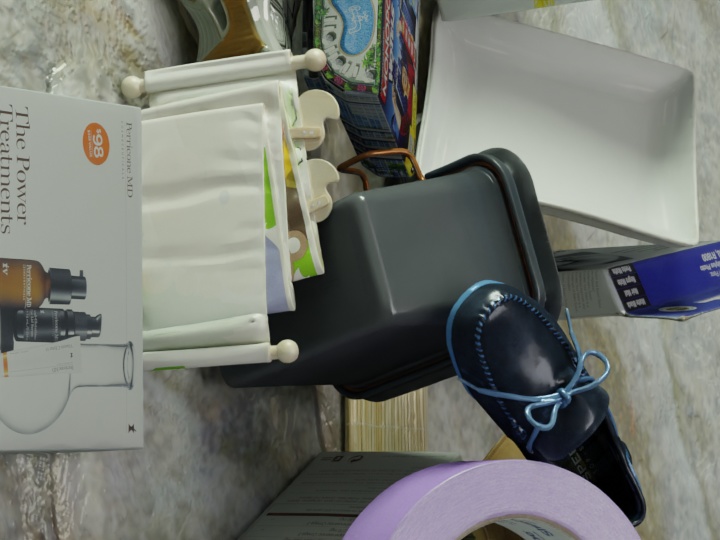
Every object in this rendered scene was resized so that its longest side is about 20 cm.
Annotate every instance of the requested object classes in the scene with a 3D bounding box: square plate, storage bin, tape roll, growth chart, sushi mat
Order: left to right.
[{"bbox_3d":[-0.084,-0.035,1.480,0.018,0.144,0.201,53,39,-74],"label":"growth chart"},{"bbox_3d":[0.000,0.000,1.550,0.134,0.200,0.146,-5,77,-46],"label":"storage bin"},{"bbox_3d":[0.019,0.067,1.724,0.096,0.012,0.201,6,82,-56],"label":"sushi mat"},{"bbox_3d":[0.078,0.212,1.471,0.199,0.066,0.201,2,84,-26],"label":"tape roll"},{"bbox_3d":[0.138,-0.097,1.750,0.198,0.199,0.029,-82,-171,-49],"label":"square plate"}]

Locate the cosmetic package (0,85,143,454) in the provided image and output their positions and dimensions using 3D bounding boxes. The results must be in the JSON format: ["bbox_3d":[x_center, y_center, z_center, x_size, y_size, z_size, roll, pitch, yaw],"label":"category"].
[{"bbox_3d":[-0.185,0.002,1.400,0.151,0.052,0.201,4,84,-58],"label":"cosmetic package"}]

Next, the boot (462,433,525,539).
[{"bbox_3d":[0.116,0.183,1.608,0.200,0.066,0.176,-31,112,-55],"label":"boot"}]

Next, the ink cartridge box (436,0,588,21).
[{"bbox_3d":[0.148,-0.277,1.765,0.145,0.199,0.145,-51,128,-52],"label":"ink cartridge box"}]

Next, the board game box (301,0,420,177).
[{"bbox_3d":[-0.005,-0.185,1.586,0.200,0.061,0.201,61,29,-69],"label":"board game box"}]

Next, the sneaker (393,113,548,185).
[{"bbox_3d":[0.095,-0.085,1.782,0.200,0.084,0.075,-24,106,-54],"label":"sneaker"}]

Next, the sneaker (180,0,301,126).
[{"bbox_3d":[-0.062,-0.144,1.569,0.088,0.075,0.201,-29,114,-57],"label":"sneaker"}]

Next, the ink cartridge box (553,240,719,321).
[{"bbox_3d":[0.187,0.007,1.809,0.199,0.199,0.041,-13,98,-56],"label":"ink cartridge box"}]

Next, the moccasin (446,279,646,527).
[{"bbox_3d":[0.124,0.080,1.505,0.081,0.068,0.200,-48,129,-8],"label":"moccasin"}]

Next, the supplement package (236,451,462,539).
[{"bbox_3d":[-0.012,0.213,1.575,0.200,0.117,0.117,-45,124,-47],"label":"supplement package"}]
